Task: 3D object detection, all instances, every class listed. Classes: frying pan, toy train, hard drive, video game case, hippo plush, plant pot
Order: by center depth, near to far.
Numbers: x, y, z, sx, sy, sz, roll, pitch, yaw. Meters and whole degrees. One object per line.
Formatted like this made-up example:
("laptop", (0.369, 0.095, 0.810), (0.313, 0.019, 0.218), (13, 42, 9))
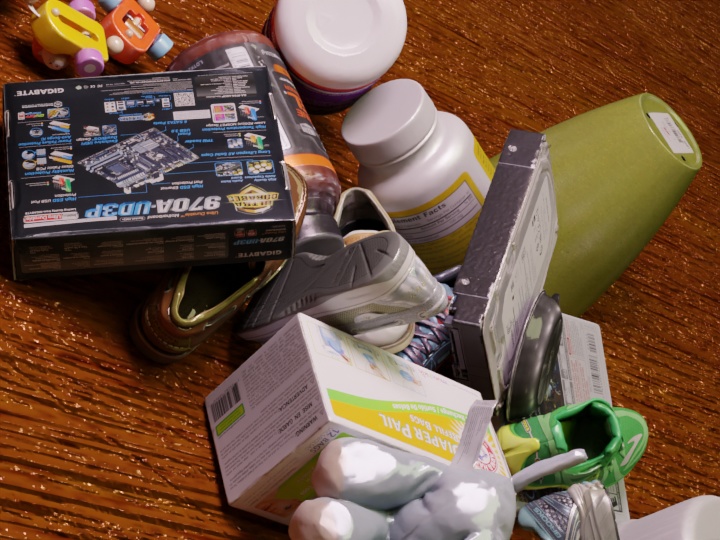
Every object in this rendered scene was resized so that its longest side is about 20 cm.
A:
("hippo plush", (0.030, 0.198, 1.290), (0.159, 0.161, 0.200), (29, 57, 9))
("toy train", (-0.246, -0.218, 1.486), (0.200, 0.056, 0.150), (43, 28, -20))
("hard drive", (0.120, 0.002, 1.540), (0.140, 0.038, 0.200), (75, 31, -52))
("frying pan", (0.155, 0.075, 1.597), (0.031, 0.115, 0.190), (15, 1, 14))
("video game case", (0.168, 0.127, 1.651), (0.182, 0.023, 0.200), (17, 60, -46))
("plant pot", (0.235, -0.083, 1.856), (0.187, 0.200, 0.187), (35, 32, -26))

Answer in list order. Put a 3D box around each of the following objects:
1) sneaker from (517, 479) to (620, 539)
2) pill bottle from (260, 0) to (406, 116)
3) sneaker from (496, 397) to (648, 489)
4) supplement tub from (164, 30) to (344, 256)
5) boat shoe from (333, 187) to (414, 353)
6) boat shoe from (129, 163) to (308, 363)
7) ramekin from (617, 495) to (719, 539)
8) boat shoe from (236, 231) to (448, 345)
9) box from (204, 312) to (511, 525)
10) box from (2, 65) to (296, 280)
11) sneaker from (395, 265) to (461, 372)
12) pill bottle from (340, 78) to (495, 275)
("sneaker", (0.177, 0.275, 1.505), (0.078, 0.086, 0.200), (61, 18, -79))
("pill bottle", (-0.031, -0.199, 1.628), (0.112, 0.112, 0.200), (50, -11, -2))
("sneaker", (0.198, 0.150, 1.587), (0.200, 0.084, 0.074), (-3, 74, -52))
("supplement tub", (-0.083, -0.090, 1.512), (0.107, 0.107, 0.200), (7, 51, -52))
("boat shoe", (0.000, 0.000, 1.525), (0.200, 0.075, 0.068), (-105, -176, -61))
("boat shoe", (-0.089, -0.013, 1.369), (0.072, 0.068, 0.200), (39, 56, -9))
("ramekin", (0.299, 0.292, 1.602), (0.200, 0.098, 0.201), (33, 39, -32))
("boat shoe", (-0.020, 0.025, 1.383), (0.065, 0.202, 0.074), (43, 52, -23))
("box", (0.002, 0.130, 1.367), (0.200, 0.112, 0.101), (26, 33, -39))
("box", (-0.154, -0.073, 1.333), (0.200, 0.046, 0.159), (-5, 50, -9))
("sneaker", (0.046, 0.047, 1.544), (0.079, 0.096, 0.200), (47, 29, -6))
("pill bottle", (0.066, -0.070, 1.640), (0.200, 0.111, 0.111), (55, 22, -35))
